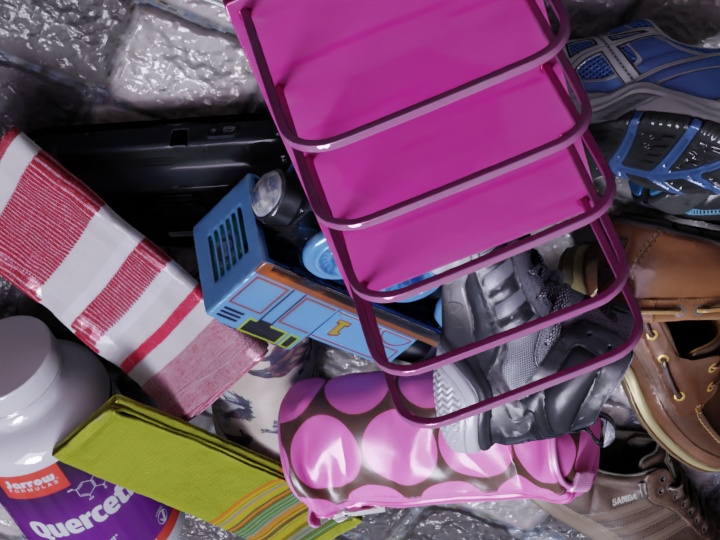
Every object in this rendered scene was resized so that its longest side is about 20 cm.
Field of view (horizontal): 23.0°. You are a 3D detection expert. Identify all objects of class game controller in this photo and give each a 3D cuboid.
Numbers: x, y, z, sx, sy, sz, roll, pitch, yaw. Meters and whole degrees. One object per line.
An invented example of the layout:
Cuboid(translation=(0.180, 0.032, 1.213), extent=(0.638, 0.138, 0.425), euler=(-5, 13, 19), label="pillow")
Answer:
Cuboid(translation=(-0.111, -0.052, 1.087), extent=(0.198, 0.042, 0.105), euler=(-2, 150, 15), label="game controller")

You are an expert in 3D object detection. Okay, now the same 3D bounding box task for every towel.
Cuboid(translation=(-0.158, 0.009, 1.086), extent=(0.200, 0.023, 0.144), euler=(41, 147, -5), label="towel")
Cuboid(translation=(-0.099, 0.143, 1.171), extent=(0.199, 0.018, 0.086), euler=(27, 133, -27), label="towel")

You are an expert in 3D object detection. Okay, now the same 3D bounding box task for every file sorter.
Cuboid(translation=(0.042, -0.043, 0.812), extent=(0.138, 0.126, 0.201), euler=(-21, 133, 3), label="file sorter")

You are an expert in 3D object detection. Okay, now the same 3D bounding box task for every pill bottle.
Cuboid(translation=(-0.207, 0.127, 1.233), extent=(0.111, 0.113, 0.201), euler=(-8, 134, 20), label="pill bottle")

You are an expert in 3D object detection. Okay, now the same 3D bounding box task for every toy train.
Cuboid(translation=(0.000, 0.000, 1.051), extent=(0.199, 0.087, 0.114), euler=(23, 132, -38), label="toy train")

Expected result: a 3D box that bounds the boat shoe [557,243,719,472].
Cuboid(translation=(0.199, 0.054, 1.100), extent=(0.067, 0.072, 0.200), euler=(-20, 126, 32), label="boat shoe")

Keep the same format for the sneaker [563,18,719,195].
Cuboid(translation=(0.128, -0.093, 0.958), extent=(0.199, 0.077, 0.076), euler=(13, 149, 31), label="sneaker")

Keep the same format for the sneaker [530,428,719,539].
Cuboid(translation=(0.199, 0.156, 1.209), extent=(0.199, 0.071, 0.076), euler=(26, 121, -25), label="sneaker")

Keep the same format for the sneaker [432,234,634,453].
Cuboid(translation=(0.097, 0.006, 0.965), extent=(0.113, 0.076, 0.202), euler=(2, 110, 14), label="sneaker")

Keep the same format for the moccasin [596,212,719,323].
Cuboid(translation=(0.230, 0.019, 1.027), extent=(0.200, 0.074, 0.079), euler=(8, 96, -24), label="moccasin")

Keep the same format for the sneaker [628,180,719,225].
Cuboid(translation=(0.239, -0.086, 0.958), extent=(0.081, 0.074, 0.199), euler=(21, 145, -34), label="sneaker")

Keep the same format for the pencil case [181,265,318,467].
Cuboid(translation=(-0.071, 0.072, 1.173), extent=(0.089, 0.078, 0.201), euler=(22, 142, 25), label="pencil case")

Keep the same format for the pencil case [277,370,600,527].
Cuboid(translation=(0.051, 0.107, 1.098), extent=(0.198, 0.095, 0.091), euler=(-8, 162, 26), label="pencil case")

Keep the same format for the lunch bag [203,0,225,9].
Cuboid(translation=(-0.050, -0.222, 0.826), extent=(0.199, 0.140, 0.169), euler=(21, 118, -13), label="lunch bag")
